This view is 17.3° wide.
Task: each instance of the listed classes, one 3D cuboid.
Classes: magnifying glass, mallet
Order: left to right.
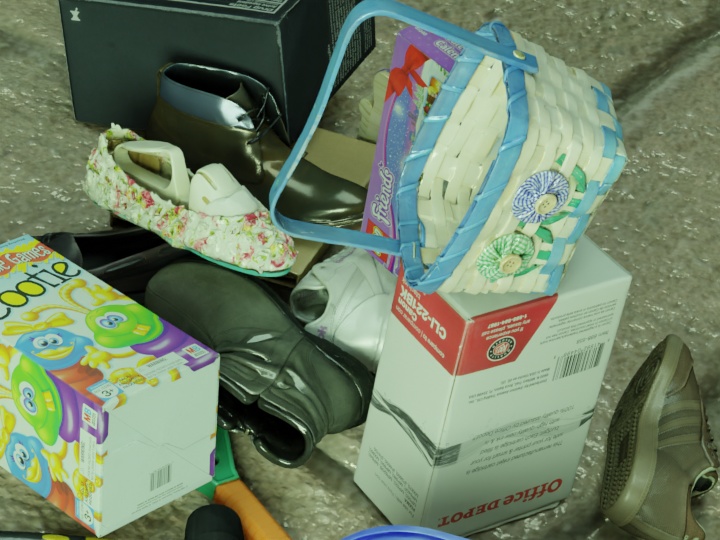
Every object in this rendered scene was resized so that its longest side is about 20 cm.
[{"bbox_3d":[-0.172,0.175,1.547,0.198,0.041,0.066,9,36,-1],"label":"mallet"},{"bbox_3d":[-0.103,0.137,1.629,0.079,0.022,0.200,-15,46,-34],"label":"magnifying glass"}]

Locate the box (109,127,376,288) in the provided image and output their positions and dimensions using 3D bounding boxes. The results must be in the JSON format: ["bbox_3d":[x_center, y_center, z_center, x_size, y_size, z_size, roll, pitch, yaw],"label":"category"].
[{"bbox_3d":[-0.083,-0.065,1.884,0.162,0.021,0.200,17,36,16],"label":"box"}]

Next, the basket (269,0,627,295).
[{"bbox_3d":[0.059,-0.077,1.502,0.199,0.177,0.140,16,36,-14],"label":"basket"}]

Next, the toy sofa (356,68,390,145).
[{"bbox_3d":[0.096,-0.096,1.938,0.199,0.098,0.083,33,41,25],"label":"toy sofa"}]

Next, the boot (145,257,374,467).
[{"bbox_3d":[-0.091,0.059,1.657,0.199,0.068,0.130,31,21,19],"label":"boot"}]

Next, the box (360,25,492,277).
[{"bbox_3d":[0.069,-0.061,1.679,0.039,0.201,0.137,-26,53,-35],"label":"box"}]

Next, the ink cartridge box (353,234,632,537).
[{"bbox_3d":[0.088,0.077,1.624,0.144,0.201,0.084,-14,41,-33],"label":"ink cartridge box"}]

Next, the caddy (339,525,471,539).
[{"bbox_3d":[0.059,0.231,1.461,0.199,0.142,0.105,15,39,-1],"label":"caddy"}]

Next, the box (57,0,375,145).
[{"bbox_3d":[-0.115,-0.204,1.955,0.199,0.124,0.199,9,33,21],"label":"box"}]

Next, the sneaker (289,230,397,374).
[{"bbox_3d":[0.000,0.000,1.798,0.099,0.075,0.200,9,35,-1],"label":"sneaker"}]

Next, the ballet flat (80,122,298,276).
[{"bbox_3d":[-0.128,-0.054,1.722,0.199,0.064,0.075,22,30,32],"label":"ballet flat"}]

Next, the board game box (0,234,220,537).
[{"bbox_3d":[-0.200,0.073,1.584,0.199,0.104,0.105,29,38,35],"label":"board game box"}]

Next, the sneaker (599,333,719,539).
[{"bbox_3d":[0.225,0.131,1.728,0.075,0.071,0.200,33,39,-7],"label":"sneaker"}]

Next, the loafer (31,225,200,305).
[{"bbox_3d":[-0.203,-0.010,1.751,0.199,0.063,0.072,-5,40,-25],"label":"loafer"}]

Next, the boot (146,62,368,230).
[{"bbox_3d":[-0.078,-0.093,1.816,0.199,0.097,0.075,14,34,17],"label":"boot"}]
